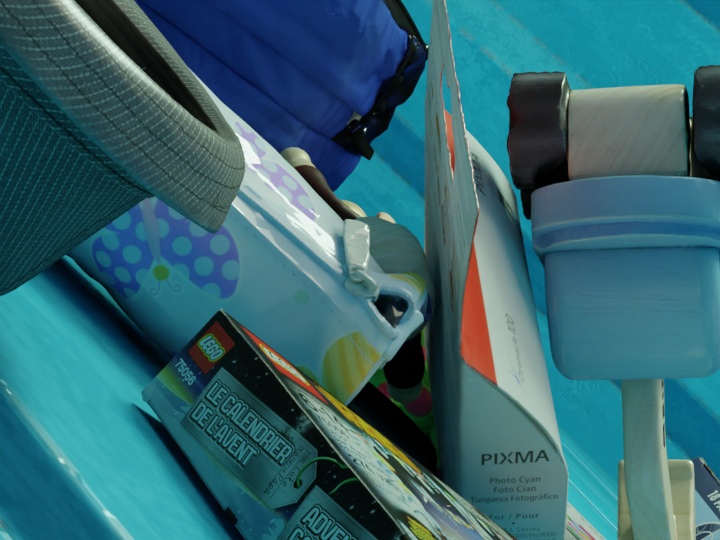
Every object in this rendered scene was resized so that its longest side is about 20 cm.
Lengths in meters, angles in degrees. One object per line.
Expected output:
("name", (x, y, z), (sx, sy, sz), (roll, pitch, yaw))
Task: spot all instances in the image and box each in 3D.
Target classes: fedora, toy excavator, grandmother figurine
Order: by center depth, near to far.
("fedora", (-0.120, -0.070, 0.488), (0.200, 0.090, 0.177), (50, 4, -2))
("toy excavator", (0.118, 0.030, 0.826), (0.099, 0.202, 0.194), (0, -10, 11))
("grandmother figurine", (0.000, 0.000, 0.832), (0.121, 0.060, 0.200), (51, -2, -6))

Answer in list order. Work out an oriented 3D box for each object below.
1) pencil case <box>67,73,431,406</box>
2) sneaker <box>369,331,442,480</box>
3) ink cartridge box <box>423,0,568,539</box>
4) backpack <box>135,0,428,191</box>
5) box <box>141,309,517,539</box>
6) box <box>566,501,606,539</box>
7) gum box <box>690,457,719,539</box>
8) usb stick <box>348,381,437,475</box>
("pencil case", (-0.069, -0.028, 0.656), (0.200, 0.083, 0.091), (43, -19, -4))
("sneaker", (0.044, 0.070, 0.929), (0.084, 0.077, 0.200), (45, 6, -15))
("ink cartridge box", (0.053, 0.003, 0.753), (0.161, 0.047, 0.201), (-94, -176, -48))
("backpack", (-0.062, -0.102, 0.910), (0.162, 0.168, 0.200), (32, -2, 6))
("box", (0.031, 0.104, 0.598), (0.200, 0.040, 0.137), (41, 3, -46))
("box", (0.127, 0.173, 0.946), (0.156, 0.041, 0.200), (45, 2, -2))
("gum box", (0.221, 0.215, 0.979), (0.201, 0.044, 0.170), (62, 1, -20))
("usb stick", (-0.045, 0.024, 0.779), (0.200, 0.033, 0.055), (44, 9, -13))
